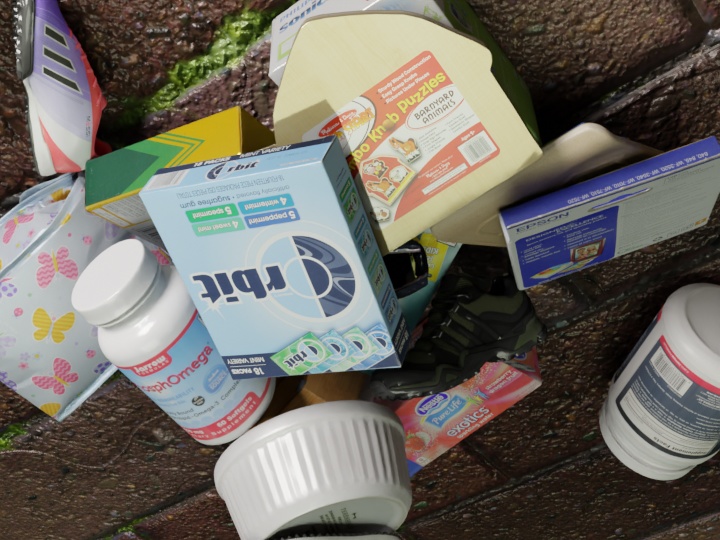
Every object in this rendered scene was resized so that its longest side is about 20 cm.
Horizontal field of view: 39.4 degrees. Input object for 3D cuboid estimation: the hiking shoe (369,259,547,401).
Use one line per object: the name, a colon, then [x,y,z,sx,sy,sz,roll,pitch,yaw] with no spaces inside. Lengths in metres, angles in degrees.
hiking shoe: [0.085,0.059,0.986,0.199,0.101,0.076,-21,177,-27]

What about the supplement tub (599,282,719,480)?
supplement tub: [0.361,0.125,1.112,0.139,0.141,0.201,9,135,-11]

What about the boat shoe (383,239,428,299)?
boat shoe: [-0.031,0.009,0.909,0.198,0.075,0.093,-16,-179,-5]

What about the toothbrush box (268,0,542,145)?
toothbrush box: [0.040,-0.159,0.851,0.145,0.087,0.200,-27,129,24]

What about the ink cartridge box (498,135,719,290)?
ink cartridge box: [0.223,-0.055,0.897,0.196,0.047,0.200,-19,159,6]

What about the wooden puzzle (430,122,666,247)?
wooden puzzle: [0.181,-0.078,0.932,0.185,0.047,0.199,-31,157,31]

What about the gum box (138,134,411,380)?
gum box: [-0.067,-0.002,0.840,0.168,0.045,0.201,-7,123,23]

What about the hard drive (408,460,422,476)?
hard drive: [0.015,0.236,1.290,0.131,0.026,0.200,22,135,-22]

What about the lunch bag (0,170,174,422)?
lunch bag: [-0.290,0.017,0.993,0.200,0.127,0.170,-42,128,3]

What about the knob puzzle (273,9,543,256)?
knob puzzle: [0.019,-0.123,0.800,0.217,0.031,0.221,0,123,0]

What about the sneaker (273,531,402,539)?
sneaker: [-0.031,0.310,0.966,0.198,0.094,0.070,5,140,-33]

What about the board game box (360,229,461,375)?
board game box: [0.000,0.000,1.001,0.150,0.047,0.201,18,115,-19]

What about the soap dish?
soap dish: [-0.058,0.151,1.126,0.081,0.158,0.200,34,128,-11]

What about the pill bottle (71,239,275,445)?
pill bottle: [-0.174,0.067,0.947,0.108,0.109,0.200,-23,128,21]

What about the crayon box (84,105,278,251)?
crayon box: [-0.130,-0.082,0.907,0.198,0.052,0.126,-15,157,23]

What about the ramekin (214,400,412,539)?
ramekin: [-0.040,0.221,1.007,0.200,0.095,0.203,-13,146,-9]

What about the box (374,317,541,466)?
box: [0.095,0.121,1.133,0.102,0.095,0.200,29,128,-27]

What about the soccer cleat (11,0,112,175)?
soccer cleat: [-0.254,-0.166,0.858,0.072,0.069,0.201,-7,139,-16]
